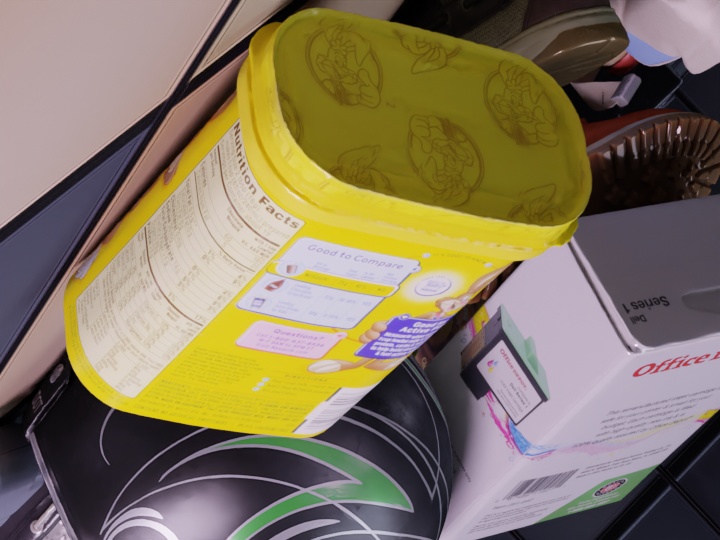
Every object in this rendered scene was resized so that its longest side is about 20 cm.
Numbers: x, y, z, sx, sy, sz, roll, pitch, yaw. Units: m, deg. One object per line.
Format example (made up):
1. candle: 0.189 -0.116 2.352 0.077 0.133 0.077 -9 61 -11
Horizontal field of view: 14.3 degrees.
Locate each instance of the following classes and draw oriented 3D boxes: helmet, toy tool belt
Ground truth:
1. helmet: -0.053 0.093 1.455 0.190 0.201 0.200 -28 176 1
2. toy tool belt: 0.129 -0.166 1.449 0.125 0.123 0.200 -58 -168 -16

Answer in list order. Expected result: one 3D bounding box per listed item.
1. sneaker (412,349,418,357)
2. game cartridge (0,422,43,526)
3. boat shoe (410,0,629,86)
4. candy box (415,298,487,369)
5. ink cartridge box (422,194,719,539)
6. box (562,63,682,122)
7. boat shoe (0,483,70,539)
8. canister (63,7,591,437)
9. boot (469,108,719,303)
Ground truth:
1. sneaker: -0.042 0.049 1.608 0.200 0.079 0.131 -53 -145 5
2. game cartridge: -0.243 0.159 1.452 0.200 0.040 0.133 -45 172 7
3. boat shoe: 0.059 -0.113 1.408 0.071 0.066 0.201 -6 173 -31
4. candy box: 0.064 -0.021 1.670 0.115 0.055 0.201 -46 -142 38
5. ink cartridge box: 0.122 0.052 1.512 0.144 0.084 0.200 -10 153 -39
6. box: 0.093 -0.075 1.894 0.200 0.104 0.182 -43 177 -12
7. boat shoe: -0.188 0.173 1.578 0.074 0.060 0.201 10 116 -52
8. canister: -0.020 -0.012 1.191 0.148 0.087 0.200 11 145 -30
9. boot: 0.096 -0.056 1.520 0.199 0.107 0.075 -16 126 -25
